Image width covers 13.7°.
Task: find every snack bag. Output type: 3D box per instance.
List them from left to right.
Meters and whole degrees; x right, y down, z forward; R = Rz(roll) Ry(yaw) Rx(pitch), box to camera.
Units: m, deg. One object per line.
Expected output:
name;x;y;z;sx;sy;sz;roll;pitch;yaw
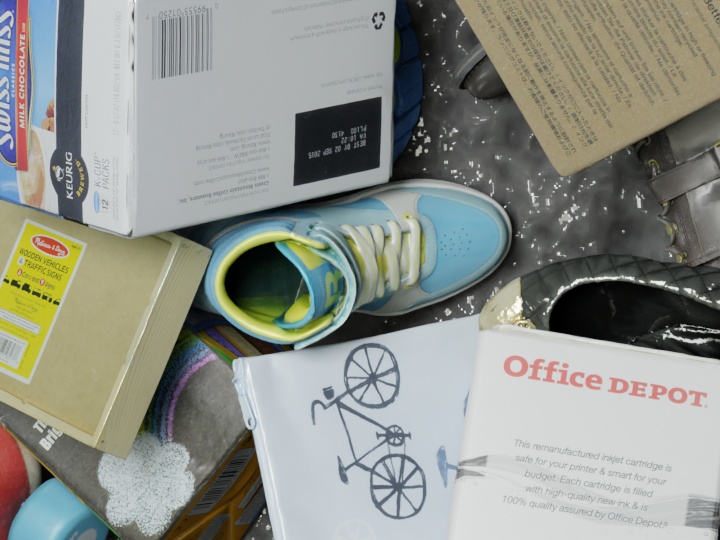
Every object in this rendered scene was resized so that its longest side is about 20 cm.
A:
snack bag;0.033;0.126;1.680;0.199;0.021;0.190;-10;84;-24

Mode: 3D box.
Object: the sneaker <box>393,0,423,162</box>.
sneaker;-0.021;-0.146;1.761;0.082;0.071;0.201;-19;83;39

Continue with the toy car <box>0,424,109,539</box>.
toy car;-0.285;0.170;1.746;0.184;0.200;0.178;34;124;23

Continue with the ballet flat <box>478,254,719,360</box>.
ballet flat;0.160;0.028;1.660;0.199;0.057;0.067;-1;113;17

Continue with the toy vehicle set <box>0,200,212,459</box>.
toy vehicle set;-0.178;0.015;1.688;0.199;0.026;0.125;23;89;43

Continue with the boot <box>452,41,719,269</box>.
boot;0.161;-0.074;1.686;0.199;0.069;0.175;-19;89;26

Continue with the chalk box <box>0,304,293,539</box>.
chalk box;-0.134;0.058;1.757;0.200;0.124;0.125;42;102;18

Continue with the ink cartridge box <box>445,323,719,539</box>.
ink cartridge box;0.119;0.144;1.626;0.143;0.084;0.201;9;73;3

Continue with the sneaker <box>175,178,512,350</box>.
sneaker;0.000;0.000;1.673;0.199;0.131;0.080;-9;102;-11

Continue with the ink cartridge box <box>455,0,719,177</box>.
ink cartridge box;0.128;-0.173;1.578;0.164;0.075;0.201;-26;96;41

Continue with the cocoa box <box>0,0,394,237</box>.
cocoa box;-0.095;-0.107;1.638;0.131;0.199;0.134;16;111;42
